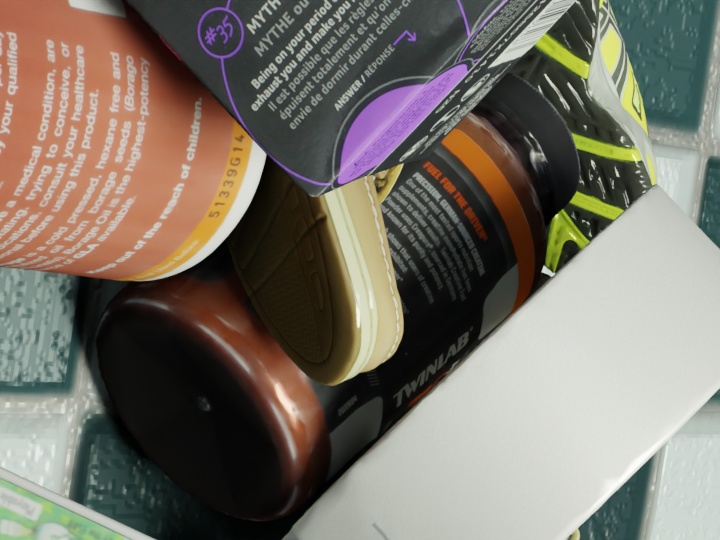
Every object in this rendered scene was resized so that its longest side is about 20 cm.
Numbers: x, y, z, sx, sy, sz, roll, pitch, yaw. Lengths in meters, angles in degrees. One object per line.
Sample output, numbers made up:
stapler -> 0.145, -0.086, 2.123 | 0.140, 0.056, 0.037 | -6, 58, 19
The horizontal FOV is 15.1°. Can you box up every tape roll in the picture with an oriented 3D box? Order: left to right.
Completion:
tape roll -> 0.062, 0.060, 1.022 | 0.071, 0.202, 0.202 | 47, 57, 3

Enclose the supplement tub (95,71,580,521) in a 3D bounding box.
supplement tub -> 0.000, 0.000, 1.043 | 0.200, 0.107, 0.107 | -41, 126, -33

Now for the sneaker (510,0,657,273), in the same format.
sneaker -> 0.075, -0.094, 1.143 | 0.076, 0.075, 0.200 | -70, 146, -70

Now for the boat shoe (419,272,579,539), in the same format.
boat shoe -> 0.062, 0.097, 1.166 | 0.072, 0.059, 0.200 | -7, 104, -47

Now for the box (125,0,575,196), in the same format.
box -> -0.025, -0.139, 0.877 | 0.122, 0.200, 0.106 | -45, 173, 22

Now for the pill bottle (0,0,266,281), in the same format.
pill bottle -> -0.133, -0.059, 0.881 | 0.200, 0.112, 0.112 | 7, 94, -48

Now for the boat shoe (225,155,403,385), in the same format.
boat shoe -> -0.016, -0.053, 0.965 | 0.066, 0.074, 0.200 | -4, 62, -29

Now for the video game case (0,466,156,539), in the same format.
video game case -> -0.180, 0.119, 0.817 | 0.200, 0.022, 0.182 | 26, 57, -6
